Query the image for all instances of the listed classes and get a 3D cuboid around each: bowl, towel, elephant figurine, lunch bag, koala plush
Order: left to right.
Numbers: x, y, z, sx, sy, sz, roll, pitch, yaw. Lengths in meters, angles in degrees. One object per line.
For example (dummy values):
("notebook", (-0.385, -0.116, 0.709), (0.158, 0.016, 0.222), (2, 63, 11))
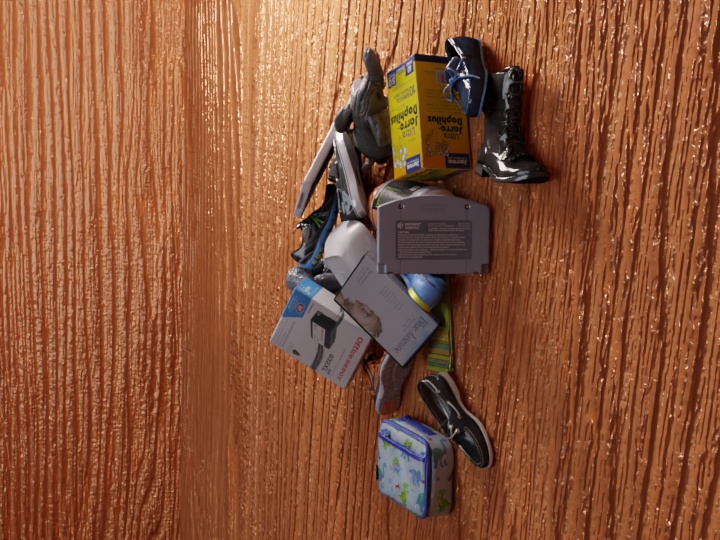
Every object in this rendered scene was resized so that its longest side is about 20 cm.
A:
("koala plush", (-0.053, 0.084, 1.771), (0.198, 0.182, 0.181), (32, 130, 34))
("bowl", (0.000, 0.000, 1.588), (0.202, 0.074, 0.199), (56, 164, -9))
("elephant figurine", (0.015, -0.305, 1.490), (0.139, 0.199, 0.159), (-21, 78, 17))
("lunch bag", (0.104, 0.382, 1.521), (0.199, 0.081, 0.165), (15, 102, 62))
("towel", (0.147, 0.091, 1.478), (0.086, 0.018, 0.206), (-5, 87, 63))

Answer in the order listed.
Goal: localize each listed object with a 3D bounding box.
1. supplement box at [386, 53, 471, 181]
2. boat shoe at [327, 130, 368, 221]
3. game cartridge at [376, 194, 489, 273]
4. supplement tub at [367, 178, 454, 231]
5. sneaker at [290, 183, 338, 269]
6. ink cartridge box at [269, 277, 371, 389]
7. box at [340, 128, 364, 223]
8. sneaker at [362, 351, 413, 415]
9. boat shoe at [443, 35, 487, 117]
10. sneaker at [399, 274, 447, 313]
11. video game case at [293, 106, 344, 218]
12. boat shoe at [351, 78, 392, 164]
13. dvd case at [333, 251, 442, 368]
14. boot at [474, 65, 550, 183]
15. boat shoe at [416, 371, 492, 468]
("supplement box", (0.123, -0.274, 1.399), (0.108, 0.107, 0.206), (-12, 81, 63))
("boat shoe", (-0.036, -0.192, 1.559), (0.065, 0.070, 0.205), (-20, 71, 16))
("game cartridge", (0.125, -0.062, 1.326), (0.040, 0.194, 0.137), (-106, 17, -82))
("supplement tub", (0.096, -0.106, 1.451), (0.199, 0.120, 0.126), (-151, 63, -61))
("sneaker", (-0.101, -0.106, 1.730), (0.071, 0.081, 0.204), (77, -145, -81))
("ink cartridge box", (-0.076, 0.136, 1.668), (0.147, 0.197, 0.084), (-61, -6, 20))
("box", (-0.024, -0.191, 1.702), (0.198, 0.048, 0.206), (150, 117, -84))
("sneaker", (0.047, 0.198, 1.624), (0.113, 0.076, 0.204), (55, 139, 46))
("boat shoe", (0.168, -0.320, 1.284), (0.202, 0.067, 0.086), (-90, 10, -50))
("sneaker", (0.118, 0.003, 1.469), (0.079, 0.065, 0.201), (-50, 26, 12))
("video game case", (-0.088, -0.235, 1.692), (0.203, 0.023, 0.183), (-65, 3, -21))
("boat shoe", (0.022, -0.320, 1.655), (0.068, 0.070, 0.203), (-52, 53, 50))
("dvd case", (0.050, 0.079, 1.495), (0.200, 0.017, 0.143), (43, 128, 8))
("boot", (0.236, -0.231, 1.214), (0.199, 0.068, 0.179), (-149, 60, -63))
("boat shoe", (0.168, 0.271, 1.387), (0.202, 0.059, 0.075), (62, 144, 31))
